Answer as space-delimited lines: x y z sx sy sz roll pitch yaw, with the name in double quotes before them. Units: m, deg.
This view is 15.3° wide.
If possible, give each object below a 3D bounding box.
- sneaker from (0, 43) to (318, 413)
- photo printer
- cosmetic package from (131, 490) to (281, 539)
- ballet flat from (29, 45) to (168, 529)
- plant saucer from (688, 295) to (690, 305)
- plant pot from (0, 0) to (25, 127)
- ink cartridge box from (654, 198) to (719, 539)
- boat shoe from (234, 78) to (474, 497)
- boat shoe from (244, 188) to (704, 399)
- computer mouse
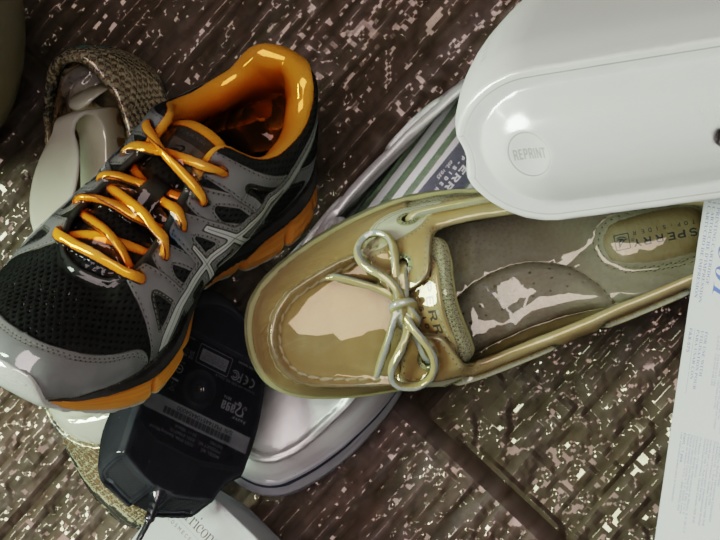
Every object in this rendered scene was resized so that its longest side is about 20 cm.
"sneaker" -0.080 -0.020 1.020 0.078 0.077 0.200 28 44 13
"photo printer" 0.138 -0.081 0.982 0.199 0.166 0.070 -7 112 26
"cosmetic package" -0.048 0.193 1.026 0.151 0.052 0.200 -50 48 -1
"ballet flat" -0.109 0.005 1.091 0.067 0.075 0.201 -7 82 23
"plant saucer" 0.229 0.003 1.049 0.199 0.034 0.202 -2 82 11
"plant pot" -0.208 -0.101 1.061 0.186 0.200 0.189 -1 83 11
"ink cartridge box" 0.159 0.073 0.984 0.044 0.094 0.201 13 97 51
"boat shoe" 0.000 0.000 1.076 0.073 0.067 0.201 32 90 13
"boat shoe" 0.054 0.003 1.014 0.199 0.063 0.074 -11 94 -4
"computer mouse" -0.089 0.101 1.040 0.058 0.034 0.201 31 69 -28
